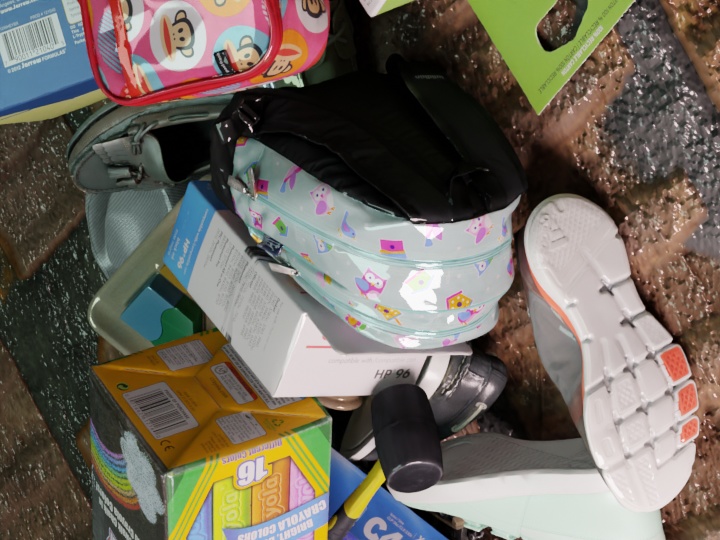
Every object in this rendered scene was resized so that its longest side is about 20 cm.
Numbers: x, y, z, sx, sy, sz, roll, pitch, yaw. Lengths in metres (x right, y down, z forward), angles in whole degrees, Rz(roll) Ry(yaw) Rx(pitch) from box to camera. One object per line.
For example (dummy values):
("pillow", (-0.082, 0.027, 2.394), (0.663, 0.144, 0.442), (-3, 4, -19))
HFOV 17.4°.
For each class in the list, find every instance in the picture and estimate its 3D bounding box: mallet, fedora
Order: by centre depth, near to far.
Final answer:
("mallet", (-0.004, 0.146, 1.565), (0.200, 0.041, 0.066), (-49, 40, 49))
("fedora", (-0.149, -0.040, 1.791), (0.177, 0.090, 0.200), (61, 148, 7))

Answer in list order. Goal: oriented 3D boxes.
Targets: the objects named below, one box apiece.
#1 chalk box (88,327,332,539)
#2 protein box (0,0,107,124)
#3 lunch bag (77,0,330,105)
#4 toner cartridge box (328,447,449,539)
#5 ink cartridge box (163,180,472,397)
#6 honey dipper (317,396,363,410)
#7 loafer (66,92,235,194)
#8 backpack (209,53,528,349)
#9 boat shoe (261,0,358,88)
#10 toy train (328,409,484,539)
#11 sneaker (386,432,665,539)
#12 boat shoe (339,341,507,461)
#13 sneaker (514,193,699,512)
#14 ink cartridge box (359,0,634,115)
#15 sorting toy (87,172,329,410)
("chalk box", (-0.100, 0.157, 1.563), (0.125, 0.124, 0.201), (48, 146, 43))
("protein box", (-0.199, -0.222, 1.605), (0.198, 0.135, 0.201), (-16, 90, 26))
("lunch bag", (-0.114, -0.205, 1.450), (0.176, 0.082, 0.201), (-10, 91, 37))
("toner cartridge box", (-0.007, 0.169, 1.672), (0.200, 0.043, 0.095), (37, 167, 14))
("ink cartridge box", (-0.030, 0.022, 1.537), (0.200, 0.116, 0.068), (48, 126, 42))
("honey dipper", (0.000, 0.000, 1.621), (0.038, 0.038, 0.201), (32, 121, 41))
("loafer", (-0.127, -0.094, 1.658), (0.199, 0.072, 0.063), (-23, 48, 25))
("backpack", (0.017, -0.042, 1.467), (0.200, 0.166, 0.127), (37, 138, 44))
("boat shoe", (-0.039, -0.163, 1.569), (0.062, 0.072, 0.201), (-18, 93, 60))
("toy train", (0.022, 0.145, 1.722), (0.200, 0.034, 0.046), (29, 123, 44))
("sneaker", (0.110, 0.172, 1.540), (0.200, 0.074, 0.119), (-3, 115, 39))
("boat shoe", (0.040, 0.097, 1.630), (0.060, 0.076, 0.200), (21, 159, -12))
("sneaker", (0.148, 0.051, 1.454), (0.082, 0.077, 0.201), (156, 97, -72))
("ink cartridge box", (0.058, -0.199, 1.397), (0.200, 0.076, 0.148), (59, 148, 13))
("sorting toy", (-0.091, 0.042, 1.715), (0.185, 0.037, 0.200), (40, 134, -6))
